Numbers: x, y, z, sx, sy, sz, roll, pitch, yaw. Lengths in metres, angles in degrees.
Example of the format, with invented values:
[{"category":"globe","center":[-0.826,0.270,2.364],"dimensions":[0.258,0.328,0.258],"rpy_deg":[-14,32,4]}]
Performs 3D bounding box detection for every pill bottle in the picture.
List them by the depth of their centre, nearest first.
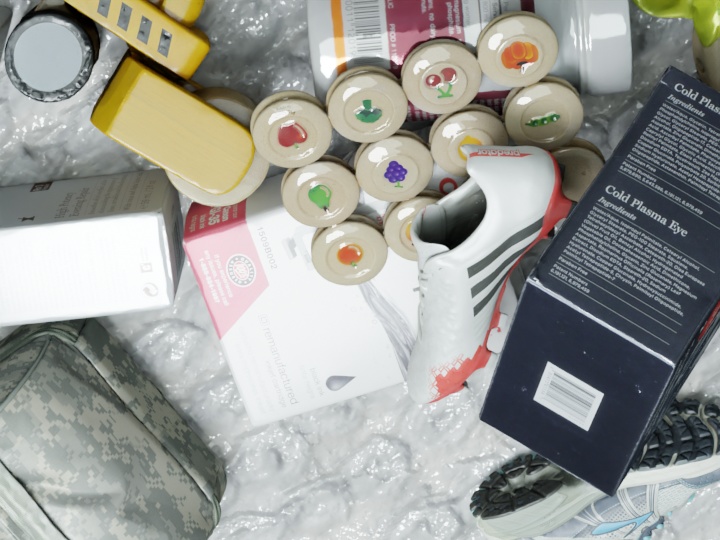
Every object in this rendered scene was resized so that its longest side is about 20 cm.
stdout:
[{"category":"pill bottle","center":[0.069,-0.154,1.565],"dimensions":[0.200,0.114,0.114],"rpy_deg":[-4,109,3]}]

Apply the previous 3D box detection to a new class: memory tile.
[{"category":"memory tile","center":[0.045,-0.072,1.536],"dimensions":[0.200,0.017,0.153],"rpy_deg":[-19,125,8]}]

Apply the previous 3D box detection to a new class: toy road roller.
[{"category":"toy road roller","center":[-0.126,-0.148,1.573],"dimensions":[0.200,0.123,0.146],"rpy_deg":[33,96,-9]}]

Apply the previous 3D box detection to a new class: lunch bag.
[{"category":"lunch bag","center":[-0.198,0.142,1.641],"dimensions":[0.139,0.168,0.200],"rpy_deg":[-35,104,13]}]

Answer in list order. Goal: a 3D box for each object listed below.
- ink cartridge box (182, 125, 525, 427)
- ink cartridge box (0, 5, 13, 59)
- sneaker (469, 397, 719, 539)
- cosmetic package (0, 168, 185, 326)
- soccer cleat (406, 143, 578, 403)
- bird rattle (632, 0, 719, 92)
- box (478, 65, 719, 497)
[{"category":"ink cartridge box","center":[0.000,0.000,1.637],"dimensions":[0.200,0.083,0.147],"rpy_deg":[-18,107,8]},{"category":"ink cartridge box","center":[-0.341,-0.142,1.606],"dimensions":[0.200,0.067,0.116],"rpy_deg":[17,109,-4]},{"category":"sneaker","center":[0.181,0.155,1.702],"dimensions":[0.200,0.078,0.086],"rpy_deg":[-20,120,16]},{"category":"cosmetic package","center":[-0.221,-0.012,1.632],"dimensions":[0.200,0.102,0.074],"rpy_deg":[-5,109,2]},{"category":"soccer cleat","center":[0.060,0.001,1.537],"dimensions":[0.085,0.069,0.200],"rpy_deg":[12,127,-24]},{"category":"bird rattle","center":[0.262,-0.142,1.575],"dimensions":[0.163,0.113,0.200],"rpy_deg":[-21,112,-9]},{"category":"box","center":[0.174,0.010,1.524],"dimensions":[0.104,0.200,0.182],"rpy_deg":[30,64,10]}]
